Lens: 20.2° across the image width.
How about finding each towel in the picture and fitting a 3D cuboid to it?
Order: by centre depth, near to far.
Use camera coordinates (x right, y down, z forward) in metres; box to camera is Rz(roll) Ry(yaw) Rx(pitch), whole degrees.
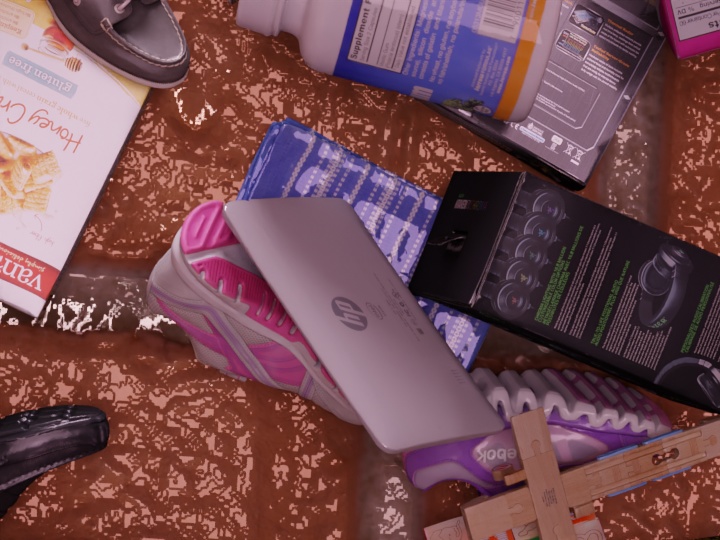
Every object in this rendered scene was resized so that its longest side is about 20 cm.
[{"bbox_3d":[0.000,0.000,1.391,0.199,0.024,0.146,26,87,-3],"label":"towel"}]

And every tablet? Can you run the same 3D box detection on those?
[{"bbox_3d":[0.003,0.030,1.294,0.014,0.130,0.201,-49,64,29],"label":"tablet"}]

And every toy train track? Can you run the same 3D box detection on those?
[{"bbox_3d":[0.157,0.133,1.328,0.198,0.033,0.116,-17,97,-14],"label":"toy train track"}]

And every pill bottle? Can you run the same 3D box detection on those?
[{"bbox_3d":[0.025,-0.172,1.306,0.198,0.112,0.113,14,87,-2],"label":"pill bottle"}]

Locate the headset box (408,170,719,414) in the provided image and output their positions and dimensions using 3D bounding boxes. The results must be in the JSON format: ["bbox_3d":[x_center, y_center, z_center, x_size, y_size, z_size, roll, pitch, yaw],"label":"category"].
[{"bbox_3d":[0.140,0.008,1.311,0.199,0.174,0.093,23,88,-13],"label":"headset box"}]

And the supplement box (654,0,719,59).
[{"bbox_3d":[0.220,-0.252,1.289,0.102,0.101,0.202,-14,111,6],"label":"supplement box"}]

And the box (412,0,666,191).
[{"bbox_3d":[0.104,-0.172,1.391,0.199,0.048,0.159,29,85,-3],"label":"box"}]

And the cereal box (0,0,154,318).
[{"bbox_3d":[-0.236,-0.087,1.367,0.143,0.040,0.201,25,86,-4],"label":"cereal box"}]

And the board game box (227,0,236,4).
[{"bbox_3d":[-0.060,-0.298,1.389,0.200,0.035,0.126,-45,91,-4],"label":"board game box"}]

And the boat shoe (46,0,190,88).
[{"bbox_3d":[-0.183,-0.205,1.341,0.200,0.057,0.067,47,53,11],"label":"boat shoe"}]

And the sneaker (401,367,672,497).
[{"bbox_3d":[0.112,0.116,1.373,0.198,0.081,0.089,4,105,-11],"label":"sneaker"}]

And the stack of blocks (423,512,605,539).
[{"bbox_3d":[0.074,0.228,1.353,0.198,0.059,0.116,-18,68,-1],"label":"stack of blocks"}]

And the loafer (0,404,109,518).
[{"bbox_3d":[-0.258,0.143,1.348,0.199,0.068,0.071,-19,98,1],"label":"loafer"}]

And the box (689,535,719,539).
[{"bbox_3d":[0.264,0.283,1.391,0.159,0.044,0.202,-7,89,-5],"label":"box"}]

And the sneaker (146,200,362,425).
[{"bbox_3d":[-0.060,0.037,1.347,0.200,0.088,0.082,40,48,-20],"label":"sneaker"}]
